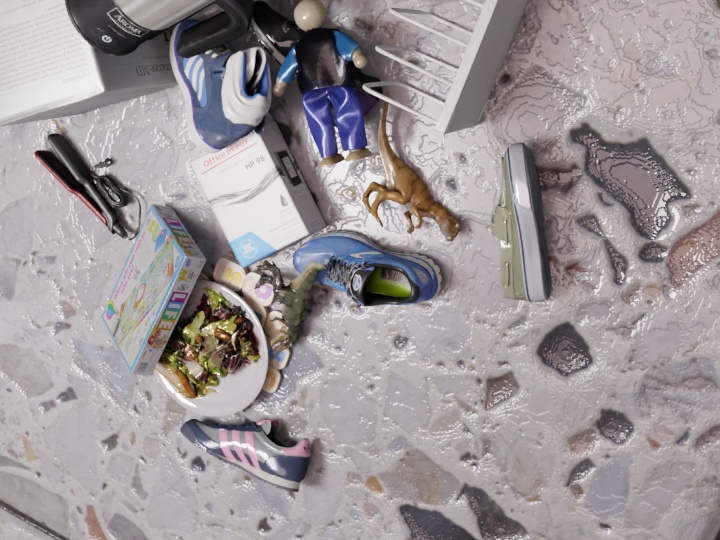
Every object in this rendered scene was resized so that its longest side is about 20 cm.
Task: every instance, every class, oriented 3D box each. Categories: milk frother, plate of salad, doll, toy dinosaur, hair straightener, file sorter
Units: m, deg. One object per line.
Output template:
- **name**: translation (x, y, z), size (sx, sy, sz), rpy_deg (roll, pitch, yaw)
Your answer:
- **milk frother**: translation (-0.225, -0.371, 1.248), size (0.188, 0.180, 0.201), rpy_deg (-15, 73, 38)
- **plate of salad**: translation (-0.223, 0.113, 1.478), size (0.200, 0.048, 0.201), rpy_deg (5, 102, 23)
- **doll**: translation (-0.047, -0.229, 1.278), size (0.136, 0.048, 0.201), rpy_deg (-7, 100, 30)
- **toy dinosaur**: translation (0.049, -0.114, 1.340), size (0.106, 0.060, 0.200), rpy_deg (-35, 94, 0)
- **toy dinosaur**: translation (-0.099, 0.027, 1.394), size (0.088, 0.047, 0.200), rpy_deg (35, 140, 10)
- **hair straightener**: translation (-0.381, -0.124, 1.502), size (0.200, 0.041, 0.077), rpy_deg (48, 114, 11)
- **file sorter**: translation (0.103, -0.280, 1.227), size (0.124, 0.139, 0.200), rpy_deg (27, 110, 16)

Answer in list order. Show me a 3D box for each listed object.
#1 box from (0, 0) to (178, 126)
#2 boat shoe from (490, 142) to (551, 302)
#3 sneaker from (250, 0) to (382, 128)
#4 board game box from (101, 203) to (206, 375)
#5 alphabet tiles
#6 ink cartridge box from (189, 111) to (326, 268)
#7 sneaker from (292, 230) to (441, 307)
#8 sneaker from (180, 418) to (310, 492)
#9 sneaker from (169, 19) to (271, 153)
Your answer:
- **box**: translation (-0.381, -0.298, 1.377), size (0.200, 0.199, 0.172), rpy_deg (-10, 99, 23)
- **boat shoe**: translation (0.189, -0.054, 1.281), size (0.062, 0.072, 0.201), rpy_deg (-5, 103, 20)
- **sneaker**: translation (-0.053, -0.278, 1.331), size (0.088, 0.076, 0.200), rpy_deg (-41, 94, 18)
- **board game box**: translation (-0.293, 0.027, 1.472), size (0.134, 0.034, 0.200), rpy_deg (50, 120, 42)
- **alphabet tiles**: translation (-0.188, 0.085, 1.492), size (0.195, 0.015, 0.200), rpy_deg (26, 110, 14)
- **ink cartridge box**: translation (-0.145, -0.119, 1.398), size (0.116, 0.067, 0.200), rpy_deg (-26, 92, 24)
- **sneaker**: translation (0.000, 0.000, 1.357), size (0.199, 0.089, 0.079), rpy_deg (11, 106, 21)
- **sneaker**: translation (-0.160, 0.241, 1.499), size (0.200, 0.070, 0.082), rpy_deg (22, 88, 16)
- **sneaker**: translation (-0.166, -0.261, 1.329), size (0.146, 0.080, 0.201), rpy_deg (-31, 63, 40)
